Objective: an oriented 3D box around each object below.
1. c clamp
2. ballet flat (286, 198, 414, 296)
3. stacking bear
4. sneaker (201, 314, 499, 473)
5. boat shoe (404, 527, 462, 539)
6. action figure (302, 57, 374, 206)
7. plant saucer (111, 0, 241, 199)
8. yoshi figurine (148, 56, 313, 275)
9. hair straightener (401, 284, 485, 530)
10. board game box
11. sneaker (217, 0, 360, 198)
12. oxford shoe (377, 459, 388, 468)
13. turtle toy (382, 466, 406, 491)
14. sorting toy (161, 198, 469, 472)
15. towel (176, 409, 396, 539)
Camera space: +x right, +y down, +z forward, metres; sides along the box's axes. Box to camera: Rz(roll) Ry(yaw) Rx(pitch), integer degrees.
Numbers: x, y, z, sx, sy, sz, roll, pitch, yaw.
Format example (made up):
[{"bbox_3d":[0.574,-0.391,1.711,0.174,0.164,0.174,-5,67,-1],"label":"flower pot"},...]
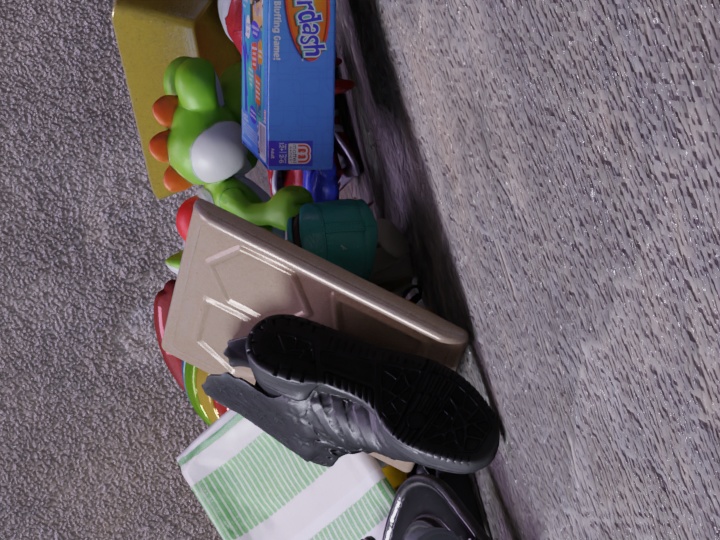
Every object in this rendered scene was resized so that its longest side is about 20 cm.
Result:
[{"bbox_3d":[0.054,0.222,1.551,0.200,0.027,0.172,47,132,41],"label":"c clamp"},{"bbox_3d":[0.000,0.000,1.606,0.200,0.070,0.068,63,-159,-76],"label":"ballet flat"},{"bbox_3d":[-0.073,0.075,1.800,0.200,0.121,0.114,-142,47,-72],"label":"stacking bear"},{"bbox_3d":[-0.007,0.085,1.500,0.060,0.199,0.104,-59,-16,-27],"label":"sneaker"},{"bbox_3d":[0.018,0.257,1.502,0.091,0.071,0.202,-4,80,54],"label":"boat shoe"},{"bbox_3d":[-0.026,-0.047,1.729,0.065,0.051,0.201,-124,34,-56],"label":"action figure"},{"bbox_3d":[-0.100,-0.179,1.811,0.200,0.048,0.201,-58,-26,-35],"label":"plant saucer"},{"bbox_3d":[-0.071,-0.059,1.683,0.112,0.112,0.201,-45,-56,-57],"label":"yoshi figurine"},{"bbox_3d":[0.055,0.108,1.607,0.077,0.041,0.201,-175,75,-71],"label":"hair straightener"},{"bbox_3d":[-0.046,-0.171,1.529,0.152,0.045,0.201,-131,40,-77],"label":"board game box"},{"bbox_3d":[-0.049,-0.125,1.754,0.200,0.071,0.113,70,-176,-57],"label":"sneaker"},{"bbox_3d":[0.006,0.057,1.791,0.075,0.057,0.201,102,166,-63],"label":"oxford shoe"},{"bbox_3d":[0.016,0.220,1.821,0.201,0.101,0.146,74,177,-47],"label":"turtle toy"},{"bbox_3d":[-0.030,0.039,1.542,0.037,0.184,0.200,-61,-5,-29],"label":"sorting toy"},{"bbox_3d":[-0.034,0.174,1.665,0.152,0.023,0.201,-42,73,36],"label":"towel"}]
